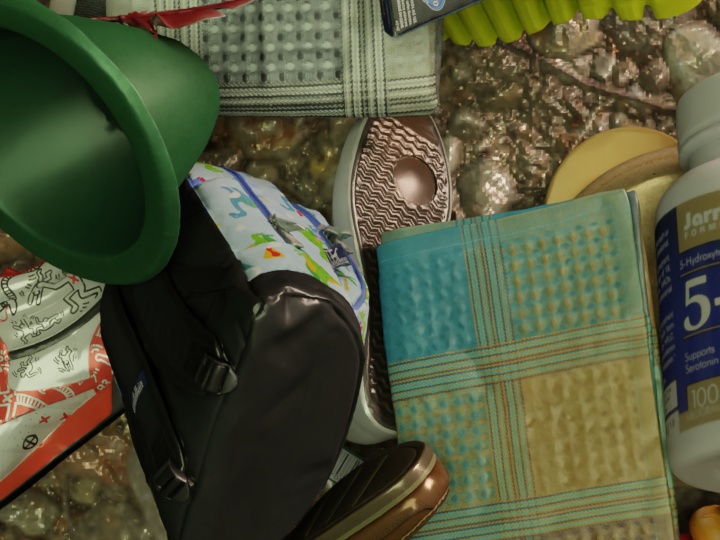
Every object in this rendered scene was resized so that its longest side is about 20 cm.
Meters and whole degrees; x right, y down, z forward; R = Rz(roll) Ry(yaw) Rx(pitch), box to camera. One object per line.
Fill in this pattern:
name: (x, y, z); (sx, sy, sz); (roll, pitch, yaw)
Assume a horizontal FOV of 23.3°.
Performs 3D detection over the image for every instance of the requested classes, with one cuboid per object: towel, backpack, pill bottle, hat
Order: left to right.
hat: (-0.100, -0.105, 0.898); (0.199, 0.167, 0.176); (24, 48, 26)
backpack: (-0.070, 0.028, 0.921); (0.200, 0.153, 0.164); (43, 123, 43)
towel: (-0.047, -0.183, 0.943); (0.191, 0.035, 0.202); (2, 99, 7)
towel: (0.087, 0.067, 0.915); (0.145, 0.022, 0.202); (-9, 82, 15)
pill bottle: (0.211, 0.004, 0.892); (0.118, 0.120, 0.202); (-1, 69, 4)

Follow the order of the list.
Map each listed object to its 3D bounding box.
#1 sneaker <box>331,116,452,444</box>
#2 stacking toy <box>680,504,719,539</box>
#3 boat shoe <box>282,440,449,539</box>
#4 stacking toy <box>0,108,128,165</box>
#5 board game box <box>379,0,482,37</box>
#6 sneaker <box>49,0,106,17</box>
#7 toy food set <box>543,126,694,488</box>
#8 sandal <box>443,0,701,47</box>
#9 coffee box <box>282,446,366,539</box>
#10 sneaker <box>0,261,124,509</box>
sneaker: (0.000, 0.000, 0.996); (0.072, 0.084, 0.202); (16, 69, -27)
stacking toy: (0.243, 0.134, 0.942); (0.109, 0.116, 0.200); (38, 103, 1)
boat shoe: (-0.011, 0.160, 0.925); (0.068, 0.072, 0.200); (47, 129, -3)
stacking toy: (-0.207, -0.083, 0.962); (0.198, 0.146, 0.148); (11, 91, 6)
board game box: (0.096, -0.235, 0.890); (0.198, 0.062, 0.202); (-9, 101, -2)
sneaker: (-0.092, -0.213, 1.000); (0.111, 0.073, 0.201); (23, 100, 0)
toy food set: (0.186, 0.028, 0.993); (0.198, 0.049, 0.200); (15, 92, 3)
sandal: (0.100, -0.183, 0.991); (0.198, 0.080, 0.088); (-2, 56, 10)
coffee box: (0.014, 0.184, 0.987); (0.199, 0.044, 0.123); (32, 116, 2)
sneaker: (-0.212, 0.072, 1.010); (0.201, 0.067, 0.108); (-38, 88, 0)
